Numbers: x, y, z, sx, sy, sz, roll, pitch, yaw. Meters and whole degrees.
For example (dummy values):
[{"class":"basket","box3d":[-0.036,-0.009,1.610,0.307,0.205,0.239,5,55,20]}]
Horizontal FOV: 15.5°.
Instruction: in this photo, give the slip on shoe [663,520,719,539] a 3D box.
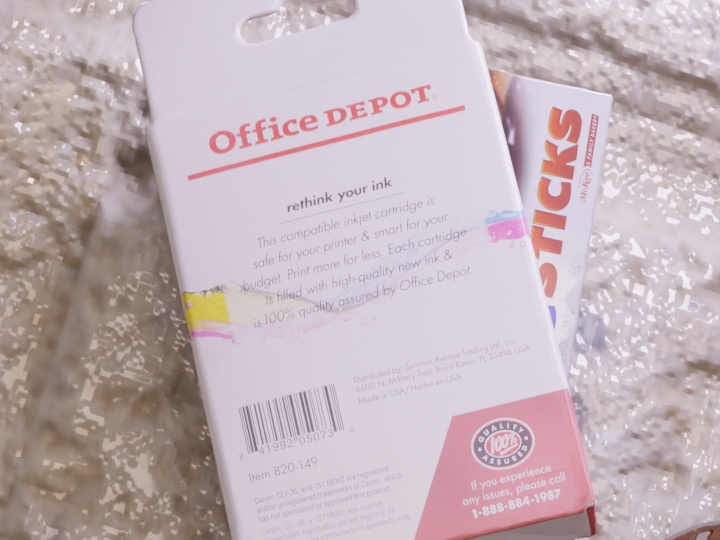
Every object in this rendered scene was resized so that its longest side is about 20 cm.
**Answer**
[{"class":"slip on shoe","box3d":[0.098,0.182,0.888,0.061,0.076,0.201,45,59,-42]}]

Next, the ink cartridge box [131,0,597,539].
[{"class":"ink cartridge box","box3d":[0.000,0.000,0.876,0.116,0.068,0.201,-13,76,3]}]

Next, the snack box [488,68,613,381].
[{"class":"snack box","box3d":[0.037,0.028,0.920,0.072,0.024,0.201,12,77,-6]}]
